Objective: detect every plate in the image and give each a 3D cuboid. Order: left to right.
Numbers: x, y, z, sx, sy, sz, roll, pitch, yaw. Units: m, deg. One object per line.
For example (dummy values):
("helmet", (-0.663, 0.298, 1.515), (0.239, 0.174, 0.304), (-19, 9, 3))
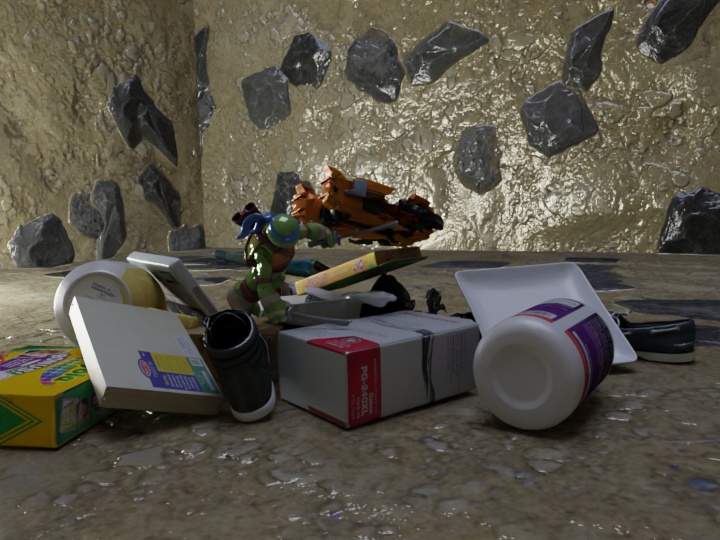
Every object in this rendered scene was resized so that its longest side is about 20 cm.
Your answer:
("plate", (0.249, 0.069, 0.904), (0.197, 0.033, 0.201), (-5, 42, -10))

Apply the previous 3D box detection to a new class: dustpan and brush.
("dustpan and brush", (-0.027, 0.045, 0.886), (0.198, 0.058, 0.138), (11, 13, 44))

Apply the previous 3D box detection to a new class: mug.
("mug", (-0.332, 0.046, 0.897), (0.184, 0.151, 0.153), (-20, -4, -14))

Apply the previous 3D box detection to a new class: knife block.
("knife block", (-0.148, 0.104, 0.925), (0.197, 0.065, 0.176), (-1, 5, 4))

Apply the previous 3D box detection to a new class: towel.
("towel", (-0.129, -0.008, 1.097), (0.198, 0.022, 0.146), (8, -6, 26))

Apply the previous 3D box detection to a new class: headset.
("headset", (0.123, 0.079, 0.945), (0.122, 0.096, 0.200), (0, -5, 20))

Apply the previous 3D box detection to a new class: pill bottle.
("pill bottle", (0.208, 0.093, 0.707), (0.111, 0.114, 0.199), (3, 7, 34))

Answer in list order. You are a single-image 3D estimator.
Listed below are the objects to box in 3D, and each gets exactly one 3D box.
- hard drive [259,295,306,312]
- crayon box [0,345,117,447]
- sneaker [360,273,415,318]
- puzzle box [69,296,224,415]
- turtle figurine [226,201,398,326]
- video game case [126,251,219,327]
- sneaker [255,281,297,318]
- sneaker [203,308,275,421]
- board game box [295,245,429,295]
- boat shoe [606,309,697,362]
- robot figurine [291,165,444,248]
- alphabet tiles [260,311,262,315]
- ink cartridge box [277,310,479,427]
("hard drive", (-0.066, 0.069, 1.113), (0.131, 0.026, 0.199), (-6, -13, 37))
("crayon box", (-0.358, 0.132, 0.727), (0.170, 0.059, 0.200), (-1, 6, 8))
("sneaker", (0.051, 0.051, 1.004), (0.076, 0.114, 0.199), (45, 29, 8))
("puzzle box", (-0.249, 0.095, 0.743), (0.132, 0.026, 0.200), (16, 16, -37))
("turtle figurine", (-0.082, 0.011, 0.820), (0.198, 0.146, 0.194), (12, -22, -23))
("video game case", (-0.269, 0.050, 1.002), (0.023, 0.183, 0.199), (-44, 28, -25))
("sneaker", (-0.138, 0.043, 1.176), (0.111, 0.072, 0.200), (-6, -19, -10))
("sneaker", (-0.145, 0.076, 0.750), (0.070, 0.100, 0.200), (-17, 28, -13))
("board game box", (0.000, 0.000, 0.949), (0.095, 0.030, 0.199), (-9, -5, -44))
("boat shoe", (0.375, 0.089, 0.935), (0.198, 0.063, 0.074), (4, 9, 41))
("robot figurine", (0.016, -0.078, 0.872), (0.198, 0.059, 0.144), (12, -19, -34))
("alphabet tiles", (-0.066, 0.083, 1.084), (0.165, 0.008, 0.200), (0, -12, 15))
("ink cartridge box", (0.023, 0.106, 0.762), (0.198, 0.085, 0.144), (-6, 7, -36))
